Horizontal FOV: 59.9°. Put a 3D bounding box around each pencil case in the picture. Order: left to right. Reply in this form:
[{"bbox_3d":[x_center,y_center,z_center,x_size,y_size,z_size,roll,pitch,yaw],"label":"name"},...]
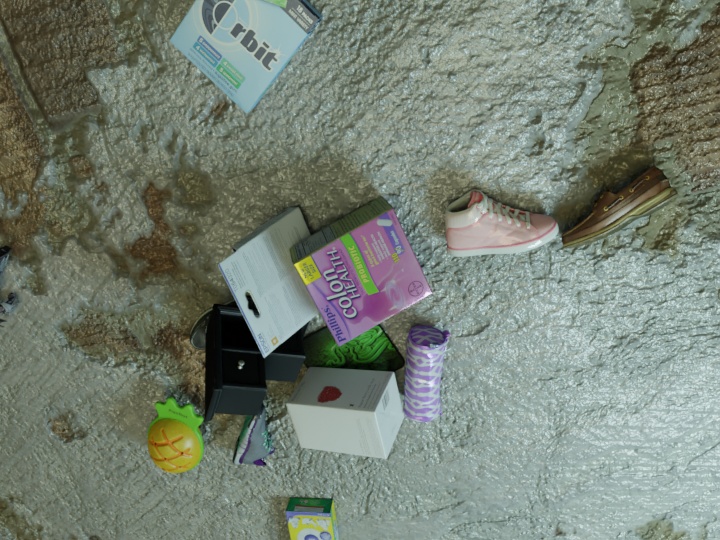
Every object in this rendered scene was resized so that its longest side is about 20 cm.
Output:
[{"bbox_3d":[0.130,0.206,1.250,0.083,0.084,0.204,-5,120,-15],"label":"pencil case"}]

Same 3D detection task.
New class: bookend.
[{"bbox_3d":[-0.187,0.176,1.169,0.194,0.202,0.093,9,131,-20],"label":"bookend"}]

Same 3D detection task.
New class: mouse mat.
[{"bbox_3d":[-0.026,0.175,1.297,0.198,0.008,0.162,-29,109,20],"label":"mouse mat"}]

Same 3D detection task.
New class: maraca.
[{"bbox_3d":[-0.412,0.369,1.397,0.134,0.107,0.204,15,118,1],"label":"maraca"}]

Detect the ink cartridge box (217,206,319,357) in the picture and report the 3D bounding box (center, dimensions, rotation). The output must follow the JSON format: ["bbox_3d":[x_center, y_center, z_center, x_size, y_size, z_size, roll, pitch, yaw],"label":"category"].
[{"bbox_3d":[-0.152,0.018,1.142,0.043,0.199,0.200,7,126,49],"label":"ink cartridge box"}]

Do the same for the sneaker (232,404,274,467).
[{"bbox_3d":[-0.223,0.366,1.396,0.086,0.075,0.202,17,129,-11],"label":"sneaker"}]

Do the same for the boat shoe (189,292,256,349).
[{"bbox_3d":[-0.282,0.116,1.273,0.196,0.066,0.075,-26,110,20],"label":"boat shoe"}]

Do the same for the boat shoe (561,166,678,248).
[{"bbox_3d":[0.428,-0.102,1.060,0.198,0.071,0.069,-32,75,30],"label":"boat shoe"}]

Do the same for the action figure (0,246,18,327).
[{"bbox_3d":[-0.789,0.040,1.317,0.128,0.070,0.203,19,122,-9],"label":"action figure"}]

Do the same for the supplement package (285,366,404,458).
[{"bbox_3d":[-0.029,0.282,1.260,0.196,0.122,0.122,-1,120,25],"label":"supplement package"}]

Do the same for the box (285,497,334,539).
[{"bbox_3d":[-0.113,0.648,1.526,0.114,0.049,0.204,-1,118,10],"label":"box"}]

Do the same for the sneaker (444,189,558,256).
[{"bbox_3d":[0.238,-0.090,1.083,0.196,0.076,0.106,-7,121,17],"label":"sneaker"}]

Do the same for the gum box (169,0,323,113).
[{"bbox_3d":[-0.187,-0.392,1.016,0.169,0.045,0.200,41,116,-12],"label":"gum box"}]

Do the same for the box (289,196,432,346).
[{"bbox_3d":[0.000,0.000,1.120,0.197,0.097,0.178,-28,111,0],"label":"box"}]
